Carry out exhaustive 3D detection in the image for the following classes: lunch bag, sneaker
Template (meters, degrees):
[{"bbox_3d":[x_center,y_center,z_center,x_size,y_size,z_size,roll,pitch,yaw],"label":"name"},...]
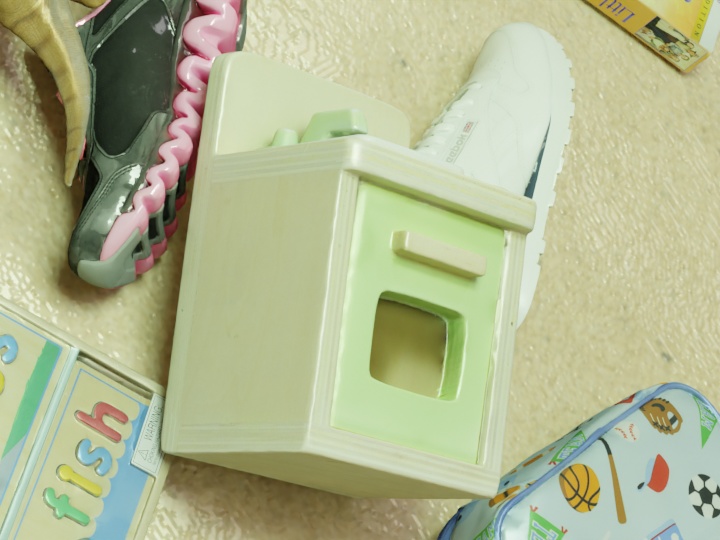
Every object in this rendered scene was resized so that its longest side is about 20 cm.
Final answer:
[{"bbox_3d":[0.135,0.160,1.360,0.200,0.075,0.161,-32,90,-40],"label":"lunch bag"},{"bbox_3d":[0.058,-0.055,1.415,0.080,0.076,0.201,20,56,-14],"label":"sneaker"},{"bbox_3d":[-0.120,-0.081,1.317,0.095,0.079,0.201,17,56,0],"label":"sneaker"}]

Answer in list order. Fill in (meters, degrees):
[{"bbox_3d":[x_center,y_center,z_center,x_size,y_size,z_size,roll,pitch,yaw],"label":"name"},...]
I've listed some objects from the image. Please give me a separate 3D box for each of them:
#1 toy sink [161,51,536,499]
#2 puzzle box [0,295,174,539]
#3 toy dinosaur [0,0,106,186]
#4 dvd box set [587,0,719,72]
[{"bbox_3d":[0.000,0.000,1.273,0.130,0.112,0.201,18,74,-42],"label":"toy sink"},{"bbox_3d":[-0.164,0.113,1.211,0.133,0.025,0.201,30,55,-18],"label":"puzzle box"},{"bbox_3d":[-0.158,-0.134,1.288,0.106,0.060,0.200,-32,80,-24],"label":"toy dinosaur"},{"bbox_3d":[0.140,-0.227,1.575,0.200,0.029,0.147,35,53,-15],"label":"dvd box set"}]
